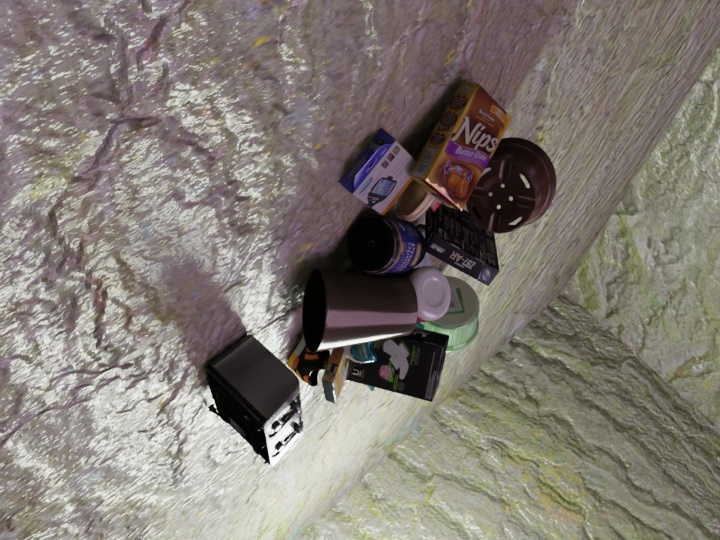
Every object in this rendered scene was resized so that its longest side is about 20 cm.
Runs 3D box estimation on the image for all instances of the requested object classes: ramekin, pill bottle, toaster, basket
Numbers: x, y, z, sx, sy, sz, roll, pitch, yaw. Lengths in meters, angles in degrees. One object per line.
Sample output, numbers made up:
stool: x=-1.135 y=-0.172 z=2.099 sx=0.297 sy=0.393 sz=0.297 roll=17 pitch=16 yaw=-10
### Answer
ramekin: x=0.231 y=0.111 z=2.094 sx=0.199 sy=0.199 sz=0.099 roll=-36 pitch=150 yaw=-28
pill bottle: x=0.094 y=0.059 z=1.654 sx=0.112 sy=0.114 sz=0.199 roll=-33 pitch=-169 yaw=-34
toaster: x=-0.200 y=0.242 z=1.458 sx=0.118 sy=0.199 sz=0.183 roll=-39 pitch=151 yaw=-28
basket: x=0.002 y=0.073 z=1.494 sx=0.196 sy=0.137 sz=0.182 roll=-2 pitch=136 yaw=-21
pill bottle: x=0.060 y=-0.049 z=1.545 sx=0.113 sy=0.112 sz=0.199 roll=-53 pitch=160 yaw=16

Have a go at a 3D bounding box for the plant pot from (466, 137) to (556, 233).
plant pot: x=0.312 y=-0.174 z=1.646 sx=0.202 sy=0.199 sz=0.198 roll=-55 pitch=173 yaw=22

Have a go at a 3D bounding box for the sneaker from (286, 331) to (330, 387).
sneaker: x=-0.087 y=0.166 z=1.672 sx=0.069 sy=0.090 sz=0.202 roll=-22 pitch=149 yaw=-49

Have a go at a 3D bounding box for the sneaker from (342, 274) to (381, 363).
sneaker: x=0.024 y=0.093 z=1.607 sx=0.077 sy=0.078 sz=0.204 roll=24 pitch=79 yaw=-75

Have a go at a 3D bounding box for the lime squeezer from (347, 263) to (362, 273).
lime squeezer: x=0.000 y=0.000 z=1.621 sx=0.199 sy=0.038 sz=0.071 roll=-33 pitch=159 yaw=-34

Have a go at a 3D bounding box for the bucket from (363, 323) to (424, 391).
bucket: x=0.056 y=0.178 z=1.888 sx=0.207 sy=0.135 sz=0.207 roll=-42 pitch=171 yaw=-8

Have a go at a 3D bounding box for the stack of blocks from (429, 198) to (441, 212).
stack of blocks: x=0.186 y=-0.225 z=1.556 sx=0.200 sy=0.058 sz=0.115 roll=-48 pitch=160 yaw=1

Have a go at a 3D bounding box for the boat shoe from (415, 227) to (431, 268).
boat shoe: x=0.119 y=-0.012 z=1.727 sx=0.072 sy=0.061 sz=0.203 roll=-40 pitch=138 yaw=-43

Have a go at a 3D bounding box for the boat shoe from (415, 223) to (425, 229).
boat shoe: x=0.123 y=-0.035 z=1.793 sx=0.074 sy=0.073 sz=0.202 roll=-63 pitch=173 yaw=-47

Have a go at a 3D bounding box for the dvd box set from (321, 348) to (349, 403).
dvd box set: x=-0.035 y=0.176 z=1.692 sx=0.147 sy=0.029 sz=0.203 roll=86 pitch=22 yaw=-63

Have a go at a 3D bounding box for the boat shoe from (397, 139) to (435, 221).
boat shoe: x=0.125 y=-0.189 z=1.480 sx=0.202 sy=0.072 sz=0.065 roll=-58 pitch=158 yaw=12

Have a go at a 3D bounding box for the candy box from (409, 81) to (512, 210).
candy box: x=0.186 y=-0.230 z=1.422 sx=0.116 sy=0.056 sz=0.203 roll=31 pitch=86 yaw=-37

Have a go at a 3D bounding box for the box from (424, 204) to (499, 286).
box: x=0.214 y=-0.069 z=1.642 sx=0.044 sy=0.158 sz=0.201 roll=-56 pitch=-167 yaw=29

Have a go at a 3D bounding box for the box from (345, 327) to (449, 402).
box: x=0.084 y=0.191 z=1.702 sx=0.148 sy=0.196 sz=0.127 roll=-26 pitch=129 yaw=-77

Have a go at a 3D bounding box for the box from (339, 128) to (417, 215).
box: x=0.036 y=-0.174 z=1.370 sx=0.120 sy=0.041 sz=0.200 roll=-50 pitch=158 yaw=6
